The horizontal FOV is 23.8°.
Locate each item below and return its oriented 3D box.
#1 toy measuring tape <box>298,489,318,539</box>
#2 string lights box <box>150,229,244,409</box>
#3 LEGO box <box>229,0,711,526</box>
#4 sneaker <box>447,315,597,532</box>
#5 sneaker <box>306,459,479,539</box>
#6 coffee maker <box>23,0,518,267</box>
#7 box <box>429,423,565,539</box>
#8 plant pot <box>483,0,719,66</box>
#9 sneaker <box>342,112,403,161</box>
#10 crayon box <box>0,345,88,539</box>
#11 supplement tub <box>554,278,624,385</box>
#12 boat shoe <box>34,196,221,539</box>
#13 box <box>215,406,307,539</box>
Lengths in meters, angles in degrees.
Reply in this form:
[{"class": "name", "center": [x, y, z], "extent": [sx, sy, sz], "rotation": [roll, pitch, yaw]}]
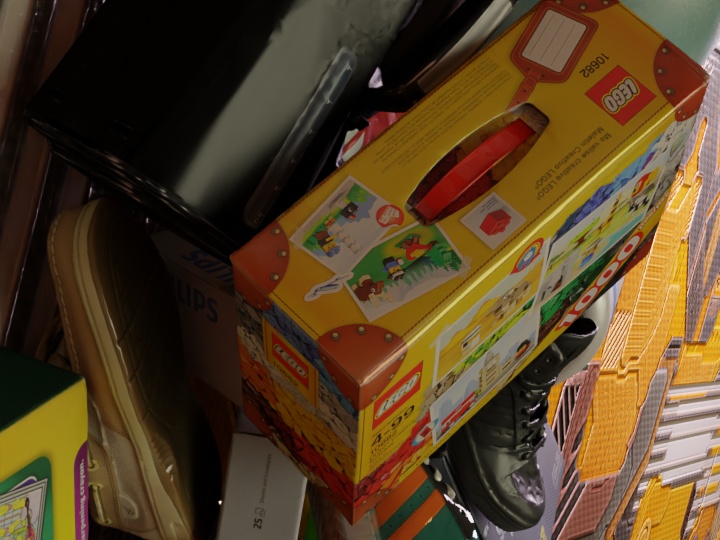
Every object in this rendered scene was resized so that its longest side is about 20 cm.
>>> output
[{"class": "toy measuring tape", "center": [0.000, 0.122, 1.082], "extent": [0.074, 0.073, 0.201], "rotation": [52, 47, -62]}, {"class": "string lights box", "center": [0.000, 0.000, 0.856], "extent": [0.199, 0.103, 0.059], "rotation": [-17, 120, -33]}, {"class": "LEGO box", "center": [0.043, -0.007, 0.726], "extent": [0.200, 0.077, 0.149], "rotation": [-40, 160, -20]}, {"class": "sneaker", "center": [0.092, 0.056, 0.987], "extent": [0.201, 0.104, 0.060], "rotation": [66, 29, -13]}, {"class": "sneaker", "center": [0.020, 0.132, 0.961], "extent": [0.071, 0.079, 0.201], "rotation": [138, -55, -64]}, {"class": "coffee maker", "center": [-0.049, -0.115, 0.719], "extent": [0.192, 0.135, 0.201], "rotation": [36, 83, -22]}, {"class": "box", "center": [0.077, 0.127, 1.112], "extent": [0.200, 0.051, 0.158], "rotation": [-68, 138, -58]}, {"class": "plant pot", "center": [0.119, -0.151, 0.972], "extent": [0.200, 0.199, 0.135], "rotation": [18, 84, -66]}, {"class": "sneaker", "center": [0.018, -0.089, 0.963], "extent": [0.200, 0.078, 0.116], "rotation": [-43, 144, -50]}, {"class": "crayon box", "center": [-0.185, 0.156, 0.701], "extent": [0.172, 0.058, 0.201], "rotation": [-34, 134, -54]}, {"class": "supplement tub", "center": [0.110, -0.025, 1.093], "extent": [0.200, 0.131, 0.133], "rotation": [-58, 154, -57]}, {"class": "boat shoe", "center": [-0.115, 0.054, 0.770], "extent": [0.074, 0.066, 0.201], "rotation": [-76, 161, -49]}, {"class": "box", "center": [-0.052, 0.123, 0.886], "extent": [0.200, 0.041, 0.157], "rotation": [-86, -174, -74]}]
